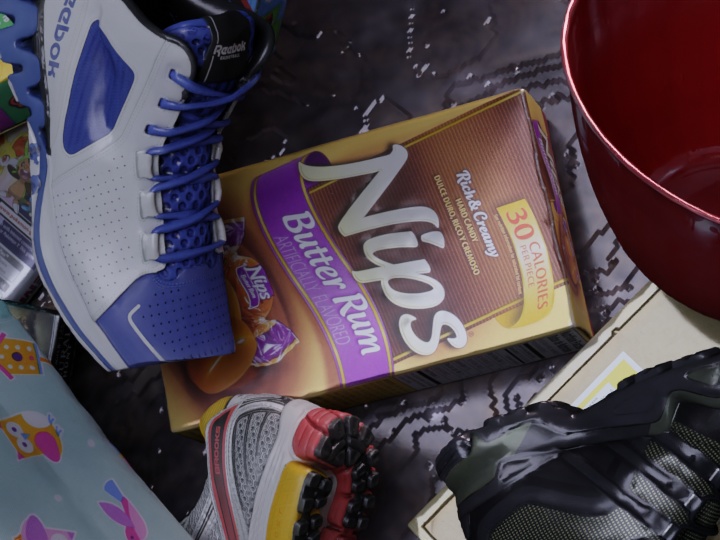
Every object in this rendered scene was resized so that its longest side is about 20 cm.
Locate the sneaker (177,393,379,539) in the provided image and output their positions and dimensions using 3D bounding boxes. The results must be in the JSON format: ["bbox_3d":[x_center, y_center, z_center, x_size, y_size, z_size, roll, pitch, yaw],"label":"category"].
[{"bbox_3d":[-0.052,0.150,1.062,0.082,0.078,0.201,19,101,30],"label":"sneaker"}]

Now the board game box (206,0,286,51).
[{"bbox_3d":[-0.085,-0.198,1.022,0.151,0.200,0.037,34,48,13],"label":"board game box"}]

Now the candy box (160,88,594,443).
[{"bbox_3d":[0.000,0.000,1.093,0.199,0.056,0.117,-15,76,12],"label":"candy box"}]

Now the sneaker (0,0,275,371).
[{"bbox_3d":[-0.090,-0.059,1.027,0.115,0.080,0.200,-20,85,42],"label":"sneaker"}]

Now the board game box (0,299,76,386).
[{"bbox_3d":[-0.215,0.109,1.134,0.135,0.028,0.201,9,91,18],"label":"board game box"}]

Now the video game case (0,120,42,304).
[{"bbox_3d":[-0.223,-0.066,1.188,0.200,0.023,0.183,39,92,20],"label":"video game case"}]

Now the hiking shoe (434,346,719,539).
[{"bbox_3d":[0.136,0.092,1.006,0.199,0.076,0.101,-19,83,21],"label":"hiking shoe"}]

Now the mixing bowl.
[{"bbox_3d":[0.178,-0.048,1.002,0.199,0.109,0.201,2,48,-3],"label":"mixing bowl"}]

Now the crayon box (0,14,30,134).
[{"bbox_3d":[-0.163,-0.173,1.153,0.199,0.058,0.173,-25,72,0],"label":"crayon box"}]

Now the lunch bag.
[{"bbox_3d":[-0.186,0.142,1.044,0.171,0.122,0.200,51,129,9],"label":"lunch bag"}]

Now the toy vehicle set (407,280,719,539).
[{"bbox_3d":[0.133,0.090,1.052,0.200,0.027,0.124,-45,71,4],"label":"toy vehicle set"}]
